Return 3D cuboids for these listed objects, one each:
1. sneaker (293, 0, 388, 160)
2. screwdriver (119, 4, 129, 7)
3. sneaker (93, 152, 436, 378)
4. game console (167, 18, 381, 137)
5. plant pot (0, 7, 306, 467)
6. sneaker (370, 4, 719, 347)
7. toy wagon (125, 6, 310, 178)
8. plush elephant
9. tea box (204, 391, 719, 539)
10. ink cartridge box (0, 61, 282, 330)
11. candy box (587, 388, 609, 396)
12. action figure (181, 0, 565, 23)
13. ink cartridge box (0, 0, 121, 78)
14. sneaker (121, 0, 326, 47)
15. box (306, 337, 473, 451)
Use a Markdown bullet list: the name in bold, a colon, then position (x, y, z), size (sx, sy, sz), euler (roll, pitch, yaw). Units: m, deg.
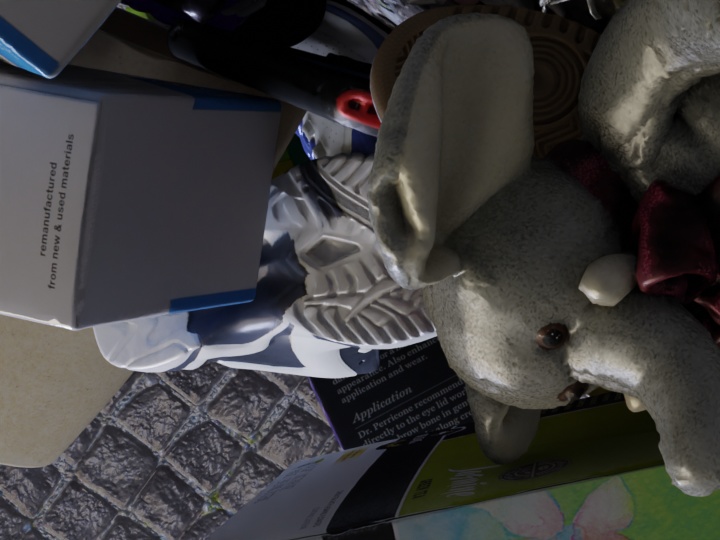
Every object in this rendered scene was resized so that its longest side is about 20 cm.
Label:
- **sneaker**: position (0.001, -0.046, 1.030), size (0.199, 0.115, 0.081), euler (32, 171, 38)
- **screwdriver**: position (-0.117, -0.138, 1.098), size (0.200, 0.029, 0.028), euler (15, 178, -37)
- **sneaker**: position (0.000, 0.000, 0.912), size (0.129, 0.199, 0.080), euler (-4, -103, -61)
- **game console**: position (0.033, -0.060, 0.854), size (0.176, 0.031, 0.200), euler (18, -175, -25)
- **plant pot**: position (-0.144, -0.020, 0.997), size (0.187, 0.200, 0.187), euler (22, -172, -3)
- **sneaker**: position (0.099, -0.023, 0.744), size (0.200, 0.071, 0.112), euler (22, 171, 9)
- **toy wagon**: position (-0.074, -0.080, 1.151), size (0.040, 0.155, 0.200), euler (-32, 80, 42)
- **plush elephant**: position (0.085, -0.012, 0.609), size (0.200, 0.155, 0.165), euler (32, 172, 34)
- **tea box**: position (0.066, 0.120, 0.729), size (0.200, 0.196, 0.134), euler (-24, -79, -81)
- **ink cartridge box**: position (-0.151, -0.041, 0.824), size (0.199, 0.086, 0.146), euler (10, -173, 22)
- **candy box**: position (0.134, 0.023, 1.016), size (0.102, 0.026, 0.200), euler (32, 160, 13)
- **action figure**: position (-0.009, -0.119, 0.778), size (0.130, 0.069, 0.200), euler (47, 166, -33)
- **ink cartridge box**: position (-0.140, -0.171, 0.757), size (0.147, 0.145, 0.200), euler (39, 175, -22)
- **sneaker**: position (-0.078, -0.136, 1.024), size (0.099, 0.070, 0.200), euler (34, 178, -29)
- **box**: position (0.045, 0.076, 1.082), size (0.200, 0.104, 0.148), euler (62, 180, 36)
